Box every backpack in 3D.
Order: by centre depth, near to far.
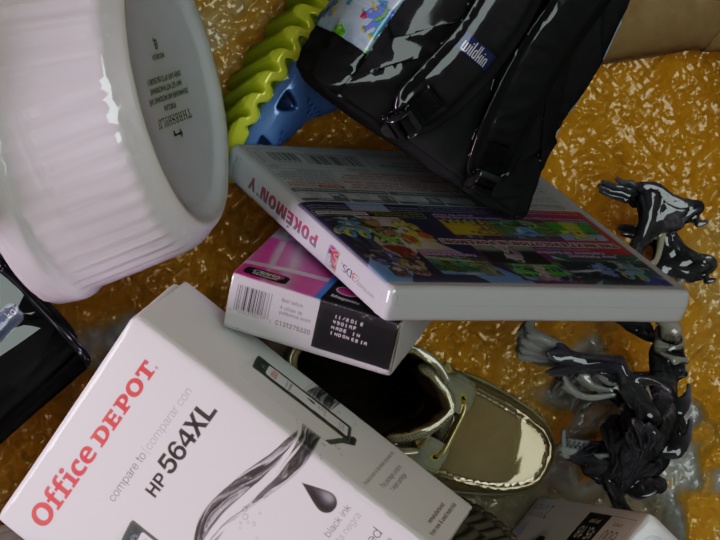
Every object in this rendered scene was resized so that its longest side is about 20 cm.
[{"bbox_3d":[0.072,-0.159,1.522,0.163,0.154,0.200,30,101,-29],"label":"backpack"}]

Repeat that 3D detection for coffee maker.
[{"bbox_3d":[-0.247,0.086,1.504,0.200,0.135,0.192,-44,125,-10],"label":"coffee maker"}]

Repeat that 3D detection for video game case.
[{"bbox_3d":[0.052,-0.020,1.519,0.199,0.182,0.023,2,115,-33],"label":"video game case"}]

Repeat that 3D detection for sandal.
[{"bbox_3d":[-0.011,-0.126,1.584,0.087,0.079,0.200,38,82,-16],"label":"sandal"}]

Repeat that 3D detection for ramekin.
[{"bbox_3d":[-0.139,-0.090,1.474,0.094,0.202,0.203,-12,94,14],"label":"ramekin"}]

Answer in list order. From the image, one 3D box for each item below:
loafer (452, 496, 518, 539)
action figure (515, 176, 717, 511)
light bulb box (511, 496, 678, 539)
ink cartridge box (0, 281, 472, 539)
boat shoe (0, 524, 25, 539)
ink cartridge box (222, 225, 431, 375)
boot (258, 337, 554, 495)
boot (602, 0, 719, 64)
[{"bbox_3d":[0.005,0.153,1.561,0.199,0.076,0.069,22,106,25],"label":"loafer"},{"bbox_3d":[0.148,0.056,1.603,0.102,0.119,0.201,6,65,17],"label":"action figure"},{"bbox_3d":[0.110,0.245,1.551,0.125,0.198,0.200,43,78,-9],"label":"light bulb box"},{"bbox_3d":[-0.067,0.127,1.448,0.200,0.084,0.146,37,110,4],"label":"ink cartridge box"},{"bbox_3d":[-0.166,0.175,1.489,0.073,0.200,0.063,38,109,13],"label":"boat shoe"},{"bbox_3d":[0.000,0.000,1.515,0.094,0.200,0.037,16,109,10],"label":"ink cartridge box"},{"bbox_3d":[0.034,0.080,1.552,0.199,0.155,0.072,23,85,-13],"label":"boot"},{"bbox_3d":[0.170,-0.205,1.638,0.199,0.066,0.176,0,90,-15],"label":"boot"}]
